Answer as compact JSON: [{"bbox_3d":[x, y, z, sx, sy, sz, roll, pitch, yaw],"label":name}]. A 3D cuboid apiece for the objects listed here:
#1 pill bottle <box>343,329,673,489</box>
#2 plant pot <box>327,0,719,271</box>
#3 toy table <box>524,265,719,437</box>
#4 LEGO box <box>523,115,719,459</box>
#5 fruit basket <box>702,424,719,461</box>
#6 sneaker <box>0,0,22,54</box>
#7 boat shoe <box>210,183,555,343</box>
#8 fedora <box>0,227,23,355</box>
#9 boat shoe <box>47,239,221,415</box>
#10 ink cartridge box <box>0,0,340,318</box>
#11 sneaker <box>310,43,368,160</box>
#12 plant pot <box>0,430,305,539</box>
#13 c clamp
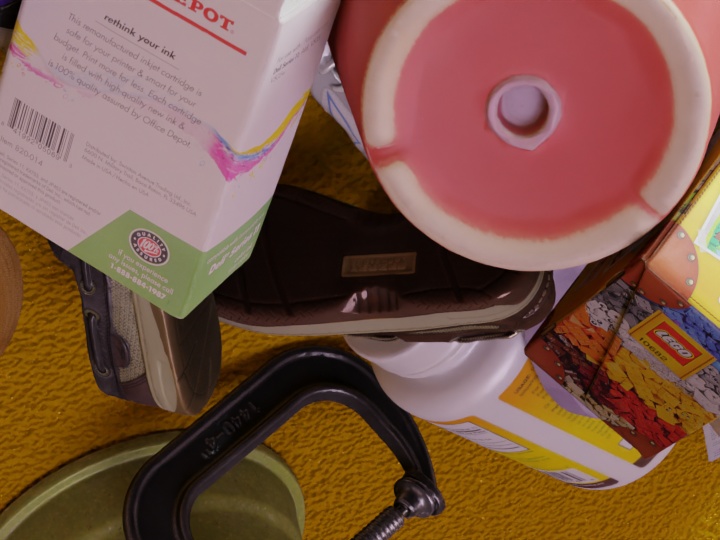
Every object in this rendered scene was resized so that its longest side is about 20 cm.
[{"bbox_3d":[0.080,0.039,1.549,0.109,0.109,0.200,-44,138,18],"label":"pill bottle"},{"bbox_3d":[0.072,-0.099,1.253,0.200,0.177,0.201,1,116,3],"label":"plant pot"},{"bbox_3d":[0.159,-0.018,1.456,0.184,0.117,0.201,-21,113,-42],"label":"toy table"},{"bbox_3d":[0.176,-0.030,1.291,0.200,0.077,0.149,-51,-177,-23],"label":"LEGO box"},{"bbox_3d":[0.267,0.022,1.677,0.185,0.094,0.200,-28,156,-3],"label":"fruit basket"},{"bbox_3d":[-0.176,-0.148,1.208,0.100,0.070,0.200,-57,160,16],"label":"sneaker"},{"bbox_3d":[-0.001,0.006,1.435,0.202,0.075,0.075,7,163,25],"label":"boat shoe"},{"bbox_3d":[-0.251,0.007,1.344,0.200,0.082,0.201,-17,145,-13],"label":"fedora"},{"bbox_3d":[-0.116,-0.023,1.377,0.066,0.072,0.202,-2,118,19],"label":"boat shoe"},{"bbox_3d":[-0.080,-0.096,1.237,0.067,0.117,0.200,-42,159,-52],"label":"ink cartridge box"},{"bbox_3d":[0.017,-0.085,1.400,0.075,0.087,0.200,-36,139,12],"label":"sneaker"},{"bbox_3d":[-0.092,0.220,1.581,0.200,0.184,0.201,-16,138,-15],"label":"plant pot"},{"bbox_3d":[-0.031,0.139,1.529,0.200,0.171,0.027,-46,173,-27],"label":"c clamp"}]
